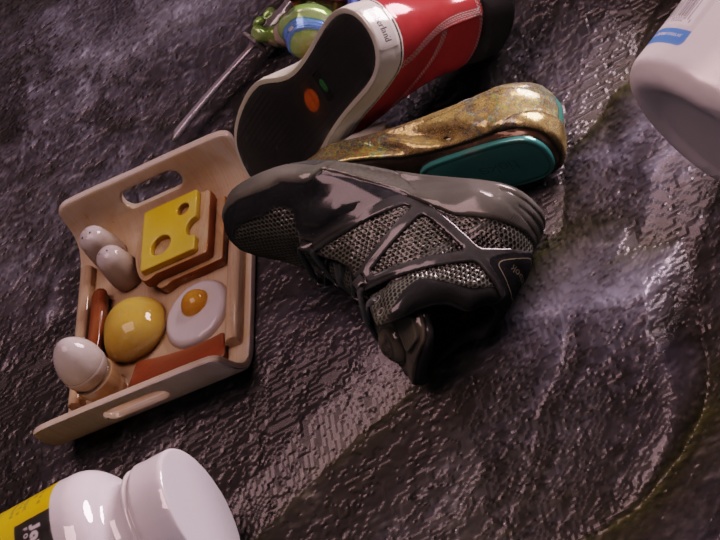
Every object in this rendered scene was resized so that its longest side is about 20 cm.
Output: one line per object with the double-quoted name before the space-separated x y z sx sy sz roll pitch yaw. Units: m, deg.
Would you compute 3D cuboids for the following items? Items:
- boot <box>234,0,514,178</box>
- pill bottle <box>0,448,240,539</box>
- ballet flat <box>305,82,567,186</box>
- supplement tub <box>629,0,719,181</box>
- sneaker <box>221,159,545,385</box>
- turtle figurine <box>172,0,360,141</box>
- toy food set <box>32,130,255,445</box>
"boot" 0.014 -0.120 1.680 0.144 0.072 0.200 -21 -12 -37
"pill bottle" -0.172 0.183 1.529 0.200 0.111 0.111 -30 41 17
"ballet flat" 0.034 -0.068 1.610 0.200 0.071 0.071 -15 47 24
"supplement tub" 0.252 -0.142 1.435 0.200 0.132 0.132 -51 40 -9
"sneaker" 0.000 0.000 1.547 0.199 0.076 0.114 8 60 20
"turtle figurine" -0.062 -0.218 1.759 0.200 0.144 0.194 -15 40 35
"toy food set" -0.142 0.009 1.695 0.143 0.060 0.200 -23 44 24
